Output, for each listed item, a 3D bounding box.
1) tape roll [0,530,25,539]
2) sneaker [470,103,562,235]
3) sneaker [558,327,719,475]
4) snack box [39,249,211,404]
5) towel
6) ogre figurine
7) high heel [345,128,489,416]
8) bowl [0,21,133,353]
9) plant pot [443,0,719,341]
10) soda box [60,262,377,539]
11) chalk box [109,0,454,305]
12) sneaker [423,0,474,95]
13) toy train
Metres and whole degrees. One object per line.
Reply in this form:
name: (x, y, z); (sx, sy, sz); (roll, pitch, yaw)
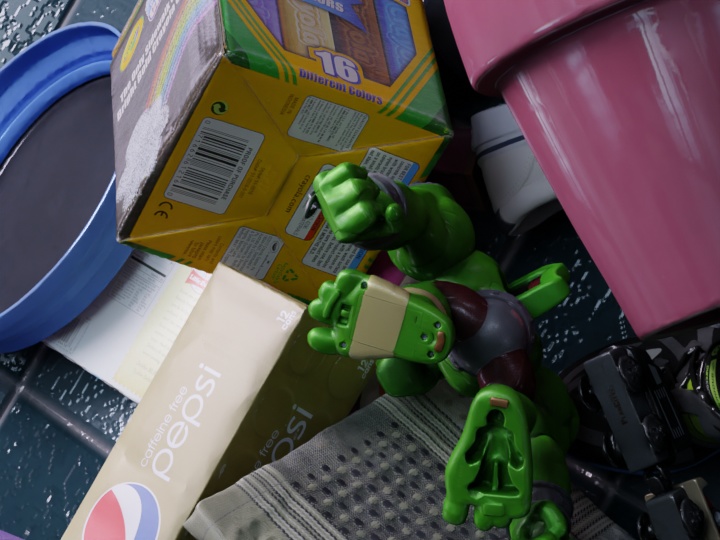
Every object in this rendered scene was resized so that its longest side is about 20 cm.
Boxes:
tape roll: (-0.227, 0.220, 1.291); (0.085, 0.200, 0.201); (15, 78, 36)
sneaker: (0.152, -0.065, 1.264); (0.199, 0.073, 0.071); (-14, 87, 28)
sneaker: (0.170, 0.049, 1.181); (0.199, 0.083, 0.071); (-7, 67, 33)
snack box: (-0.076, 0.031, 1.378); (0.199, 0.037, 0.117); (29, 86, 38)
towel: (0.044, 0.141, 1.143); (0.200, 0.192, 0.035); (43, 131, 19)
ogre figurine: (0.048, 0.037, 1.147); (0.200, 0.120, 0.098); (42, 111, 1)
high heel: (0.000, 0.000, 1.293); (0.095, 0.068, 0.201); (3, 43, 23)
bowl: (-0.182, -0.045, 1.451); (0.200, 0.039, 0.202); (-29, 43, 32)
plant pot: (0.153, -0.074, 1.115); (0.199, 0.200, 0.180); (-20, 82, 24)
soda box: (-0.076, 0.103, 1.192); (0.064, 0.068, 0.201); (25, 84, 40)
chalk box: (-0.045, -0.099, 1.267); (0.125, 0.123, 0.201); (-58, 24, 32)
sneaker: (0.040, -0.130, 1.348); (0.200, 0.078, 0.080); (-40, 47, 10)
toy train: (0.151, 0.127, 1.143); (0.034, 0.046, 0.201); (-24, 86, 33)
